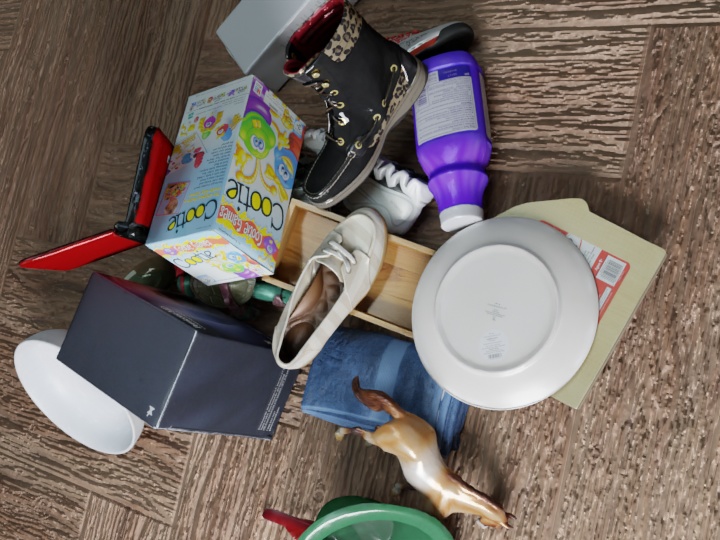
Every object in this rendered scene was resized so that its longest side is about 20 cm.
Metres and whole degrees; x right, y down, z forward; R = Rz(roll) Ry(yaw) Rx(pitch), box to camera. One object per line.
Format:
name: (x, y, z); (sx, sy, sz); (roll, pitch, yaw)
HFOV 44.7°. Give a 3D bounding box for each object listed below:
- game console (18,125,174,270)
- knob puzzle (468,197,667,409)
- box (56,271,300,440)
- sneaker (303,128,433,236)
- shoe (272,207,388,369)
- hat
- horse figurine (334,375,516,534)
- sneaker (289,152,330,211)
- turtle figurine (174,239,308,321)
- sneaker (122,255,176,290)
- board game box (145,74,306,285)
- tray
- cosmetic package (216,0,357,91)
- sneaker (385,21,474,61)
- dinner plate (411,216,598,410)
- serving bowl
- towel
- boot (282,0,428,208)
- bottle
game console: (-0.285, -0.075, 0.989); (0.118, 0.200, 0.173); (11, 88, -5)
knob puzzle: (0.184, 0.018, 0.901); (0.219, 0.030, 0.220); (-7, 76, 30)
box: (-0.211, 0.103, 1.048); (0.200, 0.198, 0.124); (23, 92, 35)
sneaker: (-0.003, -0.110, 1.043); (0.200, 0.075, 0.081); (35, 107, 35)
shoe: (-0.033, 0.021, 0.944); (0.070, 0.053, 0.200); (31, 92, 11)
hat: (-0.006, 0.264, 0.954); (0.176, 0.199, 0.166); (-100, 15, -64)
horse figurine: (0.053, 0.197, 0.897); (0.132, 0.050, 0.200); (-28, 96, 49)
sneaker: (-0.097, -0.113, 1.101); (0.074, 0.089, 0.200); (-26, 41, -15)
turtle figurine: (-0.149, 0.007, 1.072); (0.199, 0.101, 0.150); (-1, 118, 16)
sneaker: (-0.313, 0.071, 1.208); (0.200, 0.067, 0.090); (-39, 60, 26)
board game box: (-0.146, -0.099, 0.984); (0.105, 0.103, 0.201); (-9, 58, 34)
tray: (0.000, 0.000, 0.985); (0.199, 0.037, 0.099); (21, 90, 10)
cosmetic package: (-0.088, -0.348, 1.157); (0.200, 0.074, 0.102); (-44, 58, 19)
sneaker: (0.033, -0.264, 1.055); (0.201, 0.067, 0.108); (-33, 64, 26)
dinner plate: (0.139, 0.040, 0.888); (0.200, 0.024, 0.201); (-7, 75, 28)
serving bowl: (-0.364, 0.152, 1.175); (0.200, 0.201, 0.066); (2, 36, 34)
towel: (0.027, 0.128, 0.972); (0.200, 0.048, 0.112); (11, 84, 36)
boot: (-0.028, -0.178, 0.935); (0.200, 0.150, 0.073); (-52, 47, 4)
bottle: (0.104, -0.142, 0.971); (0.083, 0.065, 0.201); (-13, 68, 22)
